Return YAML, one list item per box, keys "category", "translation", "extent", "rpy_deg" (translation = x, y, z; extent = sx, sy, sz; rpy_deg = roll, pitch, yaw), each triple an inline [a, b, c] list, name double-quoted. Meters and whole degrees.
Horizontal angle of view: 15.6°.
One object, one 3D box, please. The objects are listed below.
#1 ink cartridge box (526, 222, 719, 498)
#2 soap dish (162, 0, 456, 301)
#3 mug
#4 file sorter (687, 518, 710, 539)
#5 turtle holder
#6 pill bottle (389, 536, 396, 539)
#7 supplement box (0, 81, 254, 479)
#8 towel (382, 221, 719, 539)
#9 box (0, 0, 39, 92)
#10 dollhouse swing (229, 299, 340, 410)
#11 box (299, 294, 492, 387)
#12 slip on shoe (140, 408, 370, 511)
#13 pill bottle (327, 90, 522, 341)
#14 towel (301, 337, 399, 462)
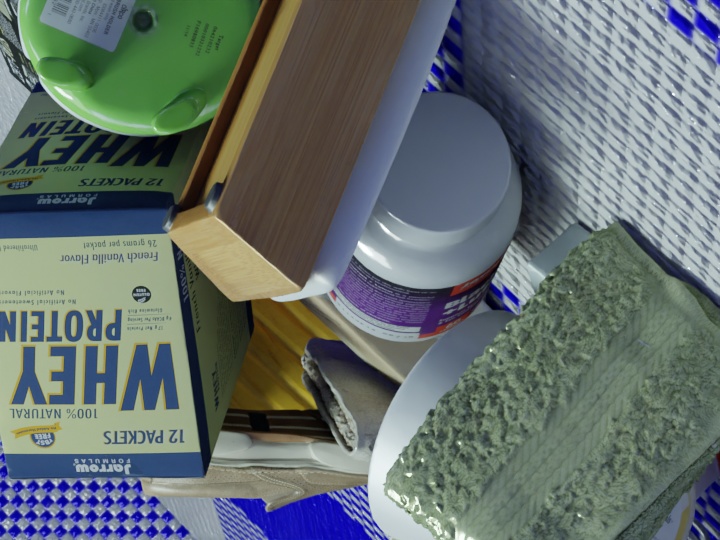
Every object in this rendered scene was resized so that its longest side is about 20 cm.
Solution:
- category: "ink cartridge box"
  translation: [0.185, 0.083, 1.534]
  extent: [0.173, 0.044, 0.200]
  rpy_deg: [41, 165, 33]
- category: "soap dish"
  translation: [-0.029, -0.084, 1.406]
  extent: [0.081, 0.201, 0.157]
  rpy_deg: [24, 171, -13]
- category: "mug"
  translation: [0.121, 0.116, 1.522]
  extent: [0.153, 0.186, 0.150]
  rpy_deg: [28, 126, 33]
- category: "file sorter"
  translation: [0.143, 0.203, 1.796]
  extent: [0.125, 0.139, 0.200]
  rpy_deg: [44, 166, 5]
- category: "turtle holder"
  translation: [-0.120, -0.156, 1.642]
  extent: [0.132, 0.184, 0.142]
  rpy_deg: [-172, 74, -82]
- category: "pill bottle"
  translation: [0.065, 0.235, 1.579]
  extent: [0.120, 0.119, 0.200]
  rpy_deg: [53, -158, -22]
- category: "supplement box"
  translation: [-0.160, 0.003, 1.726]
  extent: [0.200, 0.133, 0.201]
  rpy_deg: [-75, -19, -61]
- category: "towel"
  translation: [0.117, 0.085, 1.426]
  extent: [0.148, 0.200, 0.036]
  rpy_deg: [42, -179, 26]
- category: "box"
  translation: [-0.199, -0.176, 1.909]
  extent: [0.164, 0.086, 0.200]
  rpy_deg: [41, 165, 25]
- category: "dollhouse swing"
  translation: [-0.106, 0.013, 1.904]
  extent: [0.182, 0.200, 0.176]
  rpy_deg: [40, 164, 29]
- category: "box"
  translation: [0.000, 0.000, 1.719]
  extent: [0.200, 0.078, 0.095]
  rpy_deg: [44, 173, -39]
- category: "slip on shoe"
  translation: [-0.054, 0.133, 1.786]
  extent: [0.076, 0.199, 0.061]
  rpy_deg: [-110, 26, -73]
- category: "pill bottle"
  translation: [0.035, -0.034, 1.528]
  extent: [0.111, 0.111, 0.200]
  rpy_deg: [46, 167, 8]
- category: "towel"
  translation: [0.036, 0.092, 1.810]
  extent: [0.132, 0.035, 0.200]
  rpy_deg: [8, -165, -16]
